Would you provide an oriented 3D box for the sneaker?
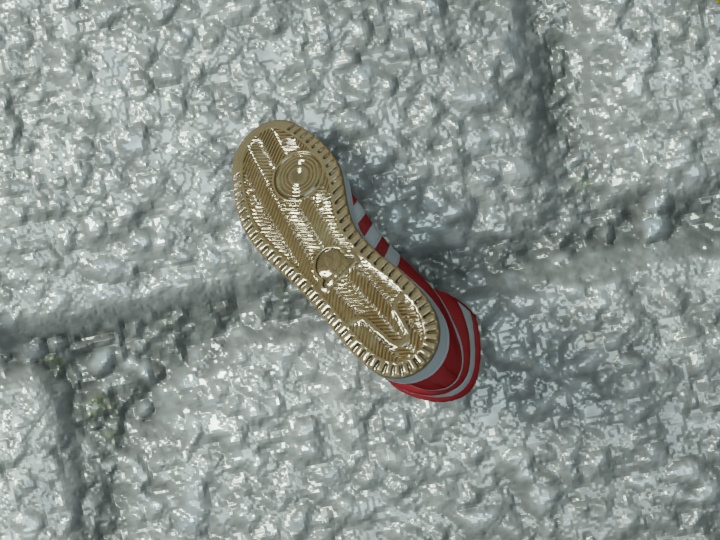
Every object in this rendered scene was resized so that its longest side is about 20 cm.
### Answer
[{"bbox_3d":[0.000,0.000,1.040,0.071,0.112,0.200,-39,61,7],"label":"sneaker"}]

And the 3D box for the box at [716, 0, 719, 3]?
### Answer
[{"bbox_3d":[0.268,-0.248,1.000,0.200,0.064,0.070,-40,91,5],"label":"box"}]
